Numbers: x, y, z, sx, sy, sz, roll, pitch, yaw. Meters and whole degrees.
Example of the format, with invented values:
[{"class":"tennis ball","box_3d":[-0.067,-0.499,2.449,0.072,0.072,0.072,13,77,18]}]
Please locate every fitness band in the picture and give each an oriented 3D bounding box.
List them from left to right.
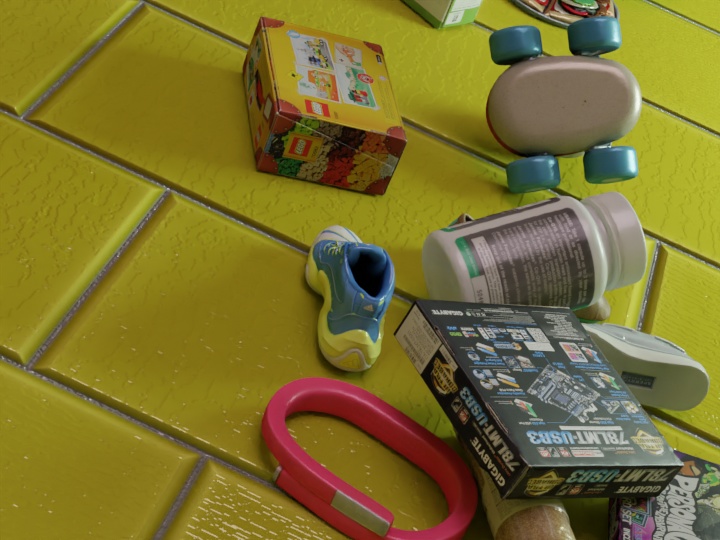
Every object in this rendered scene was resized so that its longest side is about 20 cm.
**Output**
[{"class":"fitness band","box_3d":[0.006,0.166,1.385,0.200,0.038,0.144,34,32,13]}]

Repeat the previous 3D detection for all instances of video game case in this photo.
[{"class":"video game case","box_3d":[0.303,0.244,1.422,0.181,0.036,0.200,19,37,-4]}]

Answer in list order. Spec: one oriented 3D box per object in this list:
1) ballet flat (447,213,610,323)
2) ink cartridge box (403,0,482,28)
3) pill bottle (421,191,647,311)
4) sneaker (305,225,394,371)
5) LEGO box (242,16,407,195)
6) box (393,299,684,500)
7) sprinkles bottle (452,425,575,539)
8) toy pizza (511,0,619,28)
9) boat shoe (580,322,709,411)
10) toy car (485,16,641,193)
[{"class":"ballet flat","box_3d":[0.178,-0.009,1.690,0.199,0.072,0.068,22,32,-3]},{"class":"ink cartridge box","box_3d":[0.112,-0.440,2.125,0.076,0.200,0.148,-18,51,-45]},{"class":"pill bottle","box_3d":[0.170,-0.008,1.594,0.199,0.113,0.113,-15,46,-14]},{"class":"sneaker","box_3d":[0.000,0.000,1.541,0.075,0.105,0.200,11,36,-18]},{"class":"LEGO box","box_3d":[-0.043,-0.183,1.790,0.148,0.077,0.200,11,36,-17]},{"class":"box","box_3d":[0.155,0.111,1.413,0.199,0.050,0.199,4,41,-40]},{"class":"sprinkles bottle","box_3d":[0.133,0.186,1.399,0.068,0.068,0.200,8,37,-22]},{"class":"toy pizza","box_3d":[0.282,-0.407,2.333,0.199,0.032,0.200,16,35,-11]},{"class":"boat shoe","box_3d":[0.245,0.088,1.614,0.200,0.070,0.072,15,18,-13]},{"class":"toy car","box_3d":[0.229,-0.181,1.922,0.176,0.185,0.200,-7,-5,-2]}]
